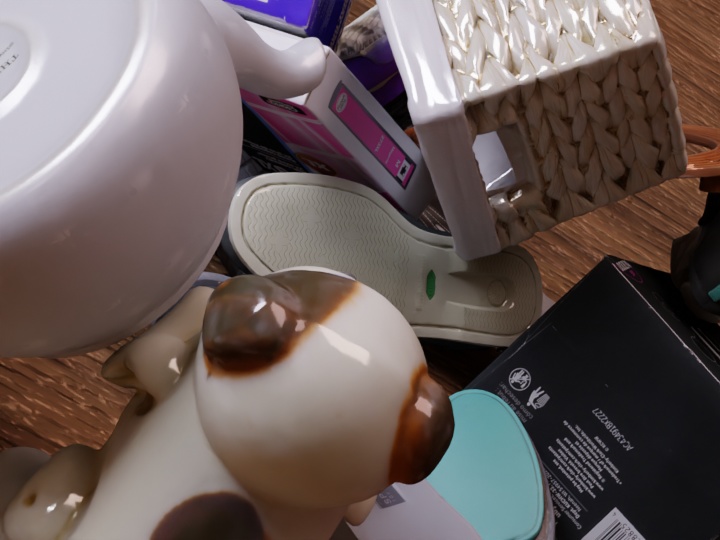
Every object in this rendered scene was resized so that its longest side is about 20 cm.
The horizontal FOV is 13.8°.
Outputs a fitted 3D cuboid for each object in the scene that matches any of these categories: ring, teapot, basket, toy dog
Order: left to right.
[{"bbox_3d":[-0.128,-0.032,1.227,0.146,0.200,0.197,57,26,-43],"label":"teapot"},{"bbox_3d":[-0.056,0.078,1.201,0.140,0.200,0.194,38,25,-6],"label":"toy dog"},{"bbox_3d":[0.070,-0.130,1.431,0.136,0.123,0.200,68,4,-57],"label":"basket"},{"bbox_3d":[0.120,-0.060,1.552,0.200,0.019,0.200,2,10,0],"label":"ring"}]

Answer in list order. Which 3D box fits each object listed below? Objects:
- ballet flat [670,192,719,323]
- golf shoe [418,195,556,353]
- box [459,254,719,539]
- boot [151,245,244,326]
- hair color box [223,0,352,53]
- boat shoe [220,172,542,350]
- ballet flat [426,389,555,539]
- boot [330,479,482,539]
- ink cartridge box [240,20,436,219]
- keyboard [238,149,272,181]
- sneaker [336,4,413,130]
[{"bbox_3d":[0.191,-0.008,1.523,0.068,0.068,0.200,47,8,6],"label":"ballet flat"},{"bbox_3d":[0.057,-0.015,1.627,0.200,0.095,0.078,29,-2,-30],"label":"golf shoe"},{"bbox_3d":[0.147,0.089,1.515,0.149,0.124,0.200,49,10,12],"label":"box"},{"bbox_3d":[-0.049,0.021,1.480,0.200,0.070,0.132,32,22,-46],"label":"boot"},{"bbox_3d":[-0.063,-0.151,1.487,0.109,0.065,0.200,17,1,4],"label":"hair color box"},{"bbox_3d":[0.000,0.000,1.453,0.200,0.072,0.068,18,-11,-42],"label":"boat shoe"},{"bbox_3d":[0.062,0.149,1.382,0.073,0.073,0.200,24,36,-33],"label":"ballet flat"},{"bbox_3d":[-0.007,0.120,1.344,0.074,0.096,0.200,-10,38,-22],"label":"boot"},{"bbox_3d":[-0.024,-0.070,1.465,0.095,0.037,0.200,19,-10,27],"label":"ink cartridge box"},{"bbox_3d":[-0.062,-0.067,1.532,0.056,0.011,0.200,61,32,-9],"label":"keyboard"},{"bbox_3d":[0.020,-0.094,1.672,0.100,0.070,0.200,54,-9,-1],"label":"sneaker"}]
